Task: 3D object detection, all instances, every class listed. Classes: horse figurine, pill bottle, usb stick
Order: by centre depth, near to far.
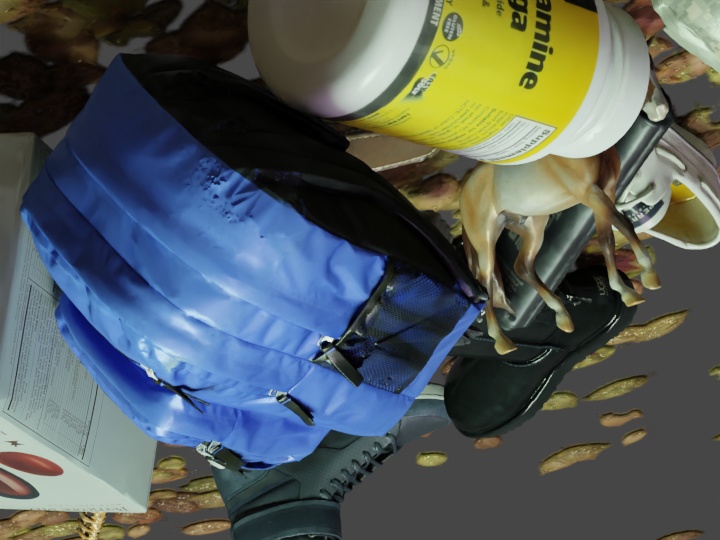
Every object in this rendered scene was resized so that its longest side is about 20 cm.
[{"bbox_3d":[0.051,-0.115,0.973,0.200,0.113,0.112,11,146,-44],"label":"pill bottle"},{"bbox_3d":[0.106,-0.033,1.094,0.050,0.133,0.200,-11,169,-34],"label":"horse figurine"},{"bbox_3d":[0.121,-0.042,1.144,0.033,0.055,0.200,-16,150,-38],"label":"usb stick"}]

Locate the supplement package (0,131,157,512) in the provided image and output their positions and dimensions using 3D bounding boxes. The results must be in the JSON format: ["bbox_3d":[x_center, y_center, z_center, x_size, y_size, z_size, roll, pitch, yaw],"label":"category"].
[{"bbox_3d":[-0.225,0.034,1.037,0.191,0.147,0.200,0,160,18],"label":"supplement package"}]

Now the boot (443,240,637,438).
[{"bbox_3d":[0.087,0.049,1.391,0.162,0.073,0.198,8,140,-45],"label":"boot"}]

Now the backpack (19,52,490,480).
[{"bbox_3d":[-0.062,0.002,0.934,0.168,0.162,0.200,-55,144,4],"label":"backpack"}]

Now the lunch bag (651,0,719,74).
[{"bbox_3d":[0.268,-0.156,1.007,0.200,0.118,0.164,12,145,-35],"label":"lunch bag"}]

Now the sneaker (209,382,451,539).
[{"bbox_3d":[-0.009,0.174,1.521,0.202,0.146,0.077,-16,154,0],"label":"sneaker"}]

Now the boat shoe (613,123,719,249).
[{"bbox_3d":[0.166,-0.059,1.203,0.071,0.070,0.200,-29,148,26],"label":"boat shoe"}]

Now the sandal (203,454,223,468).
[{"bbox_3d":[-0.076,0.090,1.411,0.050,0.082,0.203,38,141,-5],"label":"sandal"}]

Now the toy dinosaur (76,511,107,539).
[{"bbox_3d":[-0.164,0.066,1.202,0.102,0.136,0.200,23,96,-32],"label":"toy dinosaur"}]

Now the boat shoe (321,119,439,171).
[{"bbox_3d":[-0.043,-0.057,1.090,0.202,0.075,0.075,-7,155,-17],"label":"boat shoe"}]

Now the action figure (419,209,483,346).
[{"bbox_3d":[0.000,0.000,1.198,0.119,0.102,0.200,22,160,-36],"label":"action figure"}]
